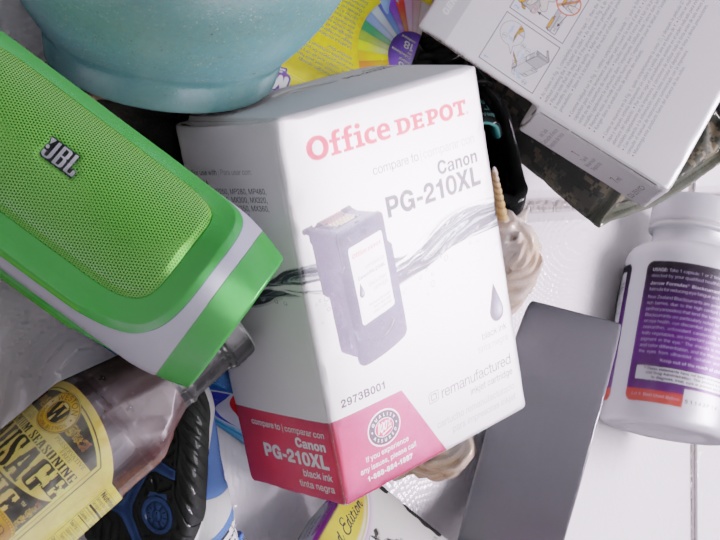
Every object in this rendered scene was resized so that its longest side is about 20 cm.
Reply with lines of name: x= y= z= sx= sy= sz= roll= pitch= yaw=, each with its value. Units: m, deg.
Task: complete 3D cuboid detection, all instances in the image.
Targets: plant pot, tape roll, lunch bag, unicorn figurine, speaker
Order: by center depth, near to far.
speaker: x=-0.135 y=-0.036 z=0.567 sx=0.200 sy=0.088 sz=0.088 roll=37 pitch=58 yaw=-4
plant pot: x=-0.089 y=-0.159 z=0.622 sx=0.200 sy=0.200 sz=0.134 roll=-25 pitch=136 yaw=-46
unicorn figurine: x=0.053 y=0.037 z=0.814 sx=0.074 sy=0.137 sz=0.200 roll=-5 pitch=95 yaw=-48
tape roll: x=0.121 y=0.124 z=0.879 sx=0.200 sy=0.066 sz=0.200 roll=16 pitch=90 yaw=-80
lunch bag: x=0.183 y=-0.133 z=0.923 sx=0.200 sy=0.164 sz=0.118 roll=-20 pitch=145 yaw=-46

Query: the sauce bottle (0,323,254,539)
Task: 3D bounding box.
sauce bottle: x=-0.138 y=0.087 z=0.609 sx=0.200 sy=0.066 sz=0.066 roll=-44 pitch=125 yaw=-17

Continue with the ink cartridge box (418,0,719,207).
ink cartridge box: x=0.152 y=-0.169 z=0.780 sx=0.176 sy=0.045 sz=0.200 roll=33 pitch=76 yaw=-2

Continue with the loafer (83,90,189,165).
loafer: x=-0.096 y=-0.061 z=0.694 sx=0.200 sy=0.063 sz=0.072 roll=9 pitch=85 yaw=-49

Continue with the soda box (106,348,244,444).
soda box: x=-0.065 y=0.052 z=0.735 sx=0.200 sy=0.064 sz=0.068 roll=43 pitch=60 yaw=-40

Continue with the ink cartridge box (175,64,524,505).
ink cartridge box: x=0.000 y=0.000 z=0.685 sx=0.145 sy=0.084 sz=0.200 roll=-22 pitch=108 yaw=-39

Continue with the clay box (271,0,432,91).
clay box: x=-0.018 y=-0.166 z=0.767 sx=0.115 sy=0.048 sz=0.200 roll=26 pitch=72 yaw=-23

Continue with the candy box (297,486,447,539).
candy box: x=0.041 y=0.227 z=0.756 sx=0.200 sy=0.061 sz=0.136 roll=39 pitch=28 yaw=-1

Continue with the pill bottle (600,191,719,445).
pill bottle: x=0.274 y=0.040 z=1.089 sx=0.111 sy=0.111 sz=0.200 roll=25 pitch=73 yaw=-47

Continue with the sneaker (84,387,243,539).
sneaker: x=-0.100 y=0.146 z=0.696 sx=0.077 sy=0.076 sz=0.200 roll=-19 pitch=119 yaw=-56

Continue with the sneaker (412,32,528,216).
sneaker: x=0.063 y=-0.116 z=0.827 sx=0.075 sy=0.079 sz=0.200 roll=-20 pitch=86 yaw=-15
